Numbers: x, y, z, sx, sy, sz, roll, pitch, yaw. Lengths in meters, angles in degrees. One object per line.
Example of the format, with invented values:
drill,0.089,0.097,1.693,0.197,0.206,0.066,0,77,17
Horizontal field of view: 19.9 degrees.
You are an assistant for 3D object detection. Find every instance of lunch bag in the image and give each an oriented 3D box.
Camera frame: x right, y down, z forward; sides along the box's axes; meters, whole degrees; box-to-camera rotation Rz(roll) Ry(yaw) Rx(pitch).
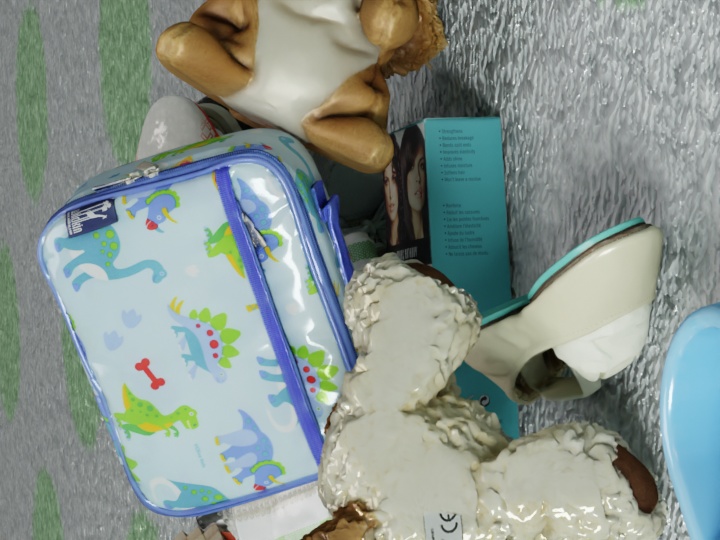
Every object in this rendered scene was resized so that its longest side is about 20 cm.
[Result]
lunch bag,-0.076,0.028,1.144,0.082,0.161,0.200,-64,-41,-70

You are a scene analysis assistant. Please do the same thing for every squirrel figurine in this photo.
squirrel figurine,-0.009,-0.163,1.183,0.187,0.141,0.200,-63,-1,-2

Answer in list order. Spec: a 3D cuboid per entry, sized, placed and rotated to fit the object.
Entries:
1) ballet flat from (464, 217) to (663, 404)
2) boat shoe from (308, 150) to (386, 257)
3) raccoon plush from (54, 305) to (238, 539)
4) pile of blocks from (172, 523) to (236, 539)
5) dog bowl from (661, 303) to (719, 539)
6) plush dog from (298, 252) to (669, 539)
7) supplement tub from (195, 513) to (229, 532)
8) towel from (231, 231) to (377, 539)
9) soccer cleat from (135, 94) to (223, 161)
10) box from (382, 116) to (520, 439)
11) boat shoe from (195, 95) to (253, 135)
ballet flat,0.108,0.028,1.022,0.200,0.069,0.070,138,128,-69
boat shoe,-0.002,0.001,1.333,0.065,0.074,0.202,-131,38,-54
raccoon plush,-0.111,0.072,1.329,0.200,0.097,0.134,54,-172,23
pile of blocks,-0.039,0.239,1.401,0.200,0.062,0.082,47,-179,-5
dog bowl,0.172,0.096,0.810,0.111,0.050,0.200,112,150,-52
plush dog,0.039,0.116,1.030,0.200,0.160,0.172,43,171,20
supplement tub,-0.066,0.082,1.451,0.123,0.122,0.200,133,133,-65
towel,-0.032,0.093,1.230,0.149,0.031,0.200,-30,60,37
soccer cleat,-0.119,-0.006,1.239,0.069,0.085,0.200,3,94,35
box,0.051,0.015,1.198,0.082,0.049,0.200,166,101,-72
boat shoe,-0.064,-0.020,1.321,0.068,0.072,0.200,-47,-55,-60
